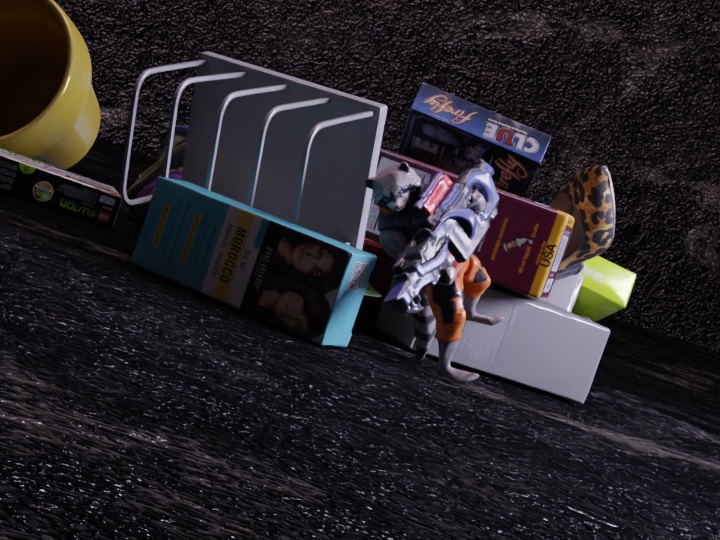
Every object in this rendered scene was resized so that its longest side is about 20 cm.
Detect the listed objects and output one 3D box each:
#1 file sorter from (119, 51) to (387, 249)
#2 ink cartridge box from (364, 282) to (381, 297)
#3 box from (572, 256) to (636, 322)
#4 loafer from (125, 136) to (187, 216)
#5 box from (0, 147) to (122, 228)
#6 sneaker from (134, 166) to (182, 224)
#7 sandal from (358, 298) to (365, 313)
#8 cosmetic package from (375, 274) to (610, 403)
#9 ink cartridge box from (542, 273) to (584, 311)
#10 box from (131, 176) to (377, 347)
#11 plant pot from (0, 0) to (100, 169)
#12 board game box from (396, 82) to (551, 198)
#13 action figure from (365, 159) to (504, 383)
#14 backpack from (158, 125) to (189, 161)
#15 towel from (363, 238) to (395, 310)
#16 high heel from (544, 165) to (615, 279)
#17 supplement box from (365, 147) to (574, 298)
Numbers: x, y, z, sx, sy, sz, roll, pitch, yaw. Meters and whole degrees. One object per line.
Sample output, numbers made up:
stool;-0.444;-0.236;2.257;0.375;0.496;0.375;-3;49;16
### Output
file sorter;-0.102;-0.101;1.569;0.200;0.139;0.124;20;20;26
ink cartridge box;-0.088;-0.028;1.665;0.199;0.048;0.146;6;16;-17
box;0.195;-0.007;1.969;0.200;0.048;0.122;26;-19;-9
loafer;-0.184;-0.121;1.933;0.200;0.070;0.075;-24;-58;37
box;-0.345;-0.097;1.774;0.200;0.035;0.110;19;4;-14
sneaker;-0.196;-0.064;1.832;0.083;0.081;0.200;-5;9;-29
sandal;-0.063;0.004;1.724;0.200;0.045;0.075;16;4;-46
cosmetic package;0.129;0.057;1.709;0.200;0.090;0.107;22;2;-22
ink cartridge box;0.131;0.024;1.911;0.200;0.083;0.147;21;-16;8
box;-0.091;-0.008;1.469;0.200;0.082;0.049;21;6;26
plant pot;-0.390;-0.203;2.008;0.200;0.201;0.189;21;-10;18
board game box;0.101;-0.098;1.740;0.135;0.035;0.200;23;-26;4
action figure;0.051;0.001;1.491;0.104;0.194;0.200;-6;25;36
backpack;-0.162;-0.125;2.185;0.183;0.147;0.200;20;-2;1
towel;0.000;0.000;1.831;0.144;0.023;0.200;20;-19;12
high heel;0.173;-0.031;1.738;0.142;0.072;0.200;-16;-28;-18
supplement box;0.095;-0.044;1.664;0.200;0.086;0.110;20;2;10
